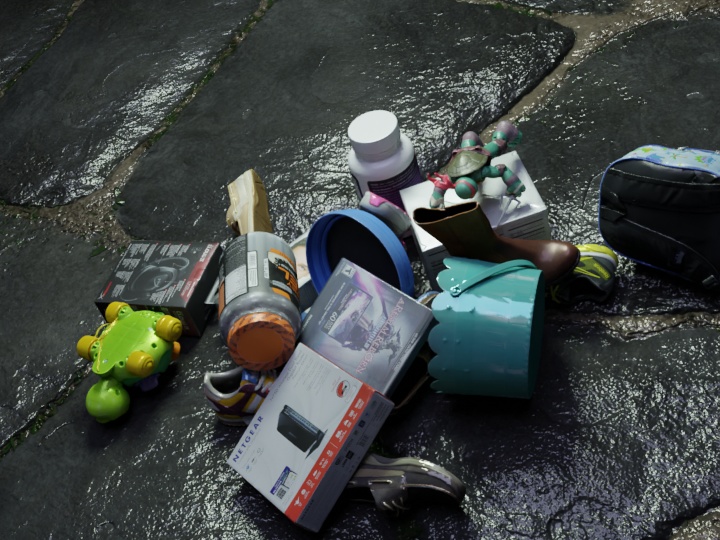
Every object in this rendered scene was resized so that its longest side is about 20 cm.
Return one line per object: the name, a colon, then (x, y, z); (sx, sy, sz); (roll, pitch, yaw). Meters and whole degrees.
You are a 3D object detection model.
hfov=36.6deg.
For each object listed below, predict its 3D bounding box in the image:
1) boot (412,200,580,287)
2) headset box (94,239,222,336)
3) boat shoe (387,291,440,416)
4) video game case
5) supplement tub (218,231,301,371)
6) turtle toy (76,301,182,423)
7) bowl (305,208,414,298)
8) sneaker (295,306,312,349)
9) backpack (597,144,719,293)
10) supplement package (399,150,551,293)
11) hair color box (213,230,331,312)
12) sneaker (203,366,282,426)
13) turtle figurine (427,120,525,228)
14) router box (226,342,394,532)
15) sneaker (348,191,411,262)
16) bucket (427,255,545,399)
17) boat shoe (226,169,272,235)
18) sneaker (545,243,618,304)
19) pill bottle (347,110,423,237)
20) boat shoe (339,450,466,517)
boot: (0.195, -0.049, 1.531); (0.187, 0.200, 0.069); (-1, 61, 30)
headset box: (-0.320, 0.028, 1.825); (0.198, 0.078, 0.150); (3, 47, 22)
boat shoe: (0.083, 0.120, 1.552); (0.201, 0.072, 0.072); (-63, 18, -15)
video game case: (0.005, 0.082, 1.558); (0.199, 0.019, 0.144); (30, 86, 41)
supplement tub: (-0.150, 0.046, 1.611); (0.121, 0.123, 0.201); (-15, 39, 5)
turtle toy: (-0.363, 0.144, 1.703); (0.145, 0.102, 0.201); (13, 52, 30)
bowl: (0.000, 0.000, 1.649); (0.200, 0.202, 0.039); (22, 38, 36)
sneaker: (-0.026, 0.104, 1.640); (0.199, 0.074, 0.082); (22, 54, 35)
backpack: (0.457, -0.092, 1.583); (0.199, 0.185, 0.147); (17, 31, 29)
supplement package: (0.182, -0.073, 1.713); (0.198, 0.111, 0.156); (-18, 43, 1)
hair color box: (-0.126, 0.032, 1.760); (0.200, 0.061, 0.099); (-37, 45, -19)
sneaker: (-0.133, 0.175, 1.593); (0.198, 0.090, 0.075); (-10, 43, 11)
turtle figurine: (0.176, -0.145, 1.642); (0.148, 0.101, 0.201); (3, 42, 22)
router box: (-0.071, 0.223, 1.480); (0.179, 0.049, 0.201); (26, 83, 48)
sneaker: (0.025, -0.043, 1.688); (0.081, 0.201, 0.088); (27, 65, 20)
bucket: (0.178, 0.080, 1.499); (0.134, 0.208, 0.208); (6, 48, 14)
boat shoe: (-0.201, -0.093, 1.915); (0.069, 0.074, 0.201); (-24, 40, 13)
sneaker: (0.283, 0.007, 1.620); (0.198, 0.075, 0.085); (-5, 45, 16)
pill bottle: (0.043, -0.158, 1.786); (0.110, 0.201, 0.112); (-10, 43, 10)
boat shoe: (0.046, 0.290, 1.434); (0.199, 0.075, 0.074); (3, 56, 35)
